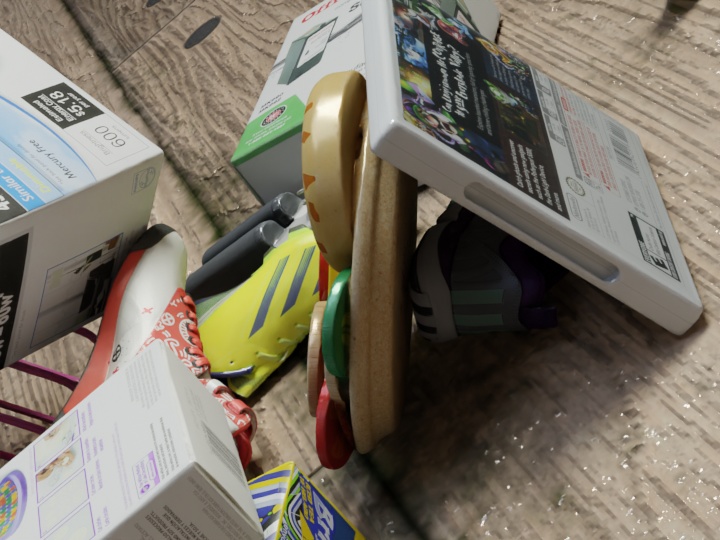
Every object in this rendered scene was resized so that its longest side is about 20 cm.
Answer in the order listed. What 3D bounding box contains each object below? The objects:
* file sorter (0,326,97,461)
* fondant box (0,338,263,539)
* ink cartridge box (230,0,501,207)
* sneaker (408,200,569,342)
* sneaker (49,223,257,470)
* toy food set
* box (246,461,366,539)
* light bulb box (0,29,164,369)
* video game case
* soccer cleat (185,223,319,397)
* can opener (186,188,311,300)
[{"bbox_3d":[-0.230,0.074,1.148,0.201,0.125,0.140,-78,8,-53],"label":"file sorter"},{"bbox_3d":[-0.150,0.141,0.879,0.200,0.058,0.144,-39,24,4],"label":"fondant box"},{"bbox_3d":[0.008,-0.129,1.234,0.145,0.084,0.201,-26,27,28],"label":"ink cartridge box"},{"bbox_3d":[0.096,-0.031,0.984,0.087,0.075,0.201,3,44,23],"label":"sneaker"},{"bbox_3d":[-0.106,0.065,1.042,0.107,0.068,0.202,12,51,9],"label":"sneaker"},{"bbox_3d":[0.000,0.000,0.921,0.048,0.200,0.200,3,2,5],"label":"toy food set"},{"bbox_3d":[-0.096,0.174,0.893,0.199,0.064,0.070,-28,27,26],"label":"box"},{"bbox_3d":[-0.261,-0.042,1.056,0.200,0.198,0.125,-30,-32,-45],"label":"light bulb box"},{"bbox_3d":[0.081,-0.065,0.901,0.023,0.181,0.200,-52,18,23],"label":"video game case"},{"bbox_3d":[-0.057,0.035,1.102,0.199,0.065,0.084,-28,56,18],"label":"soccer cleat"},{"bbox_3d":[-0.047,-0.016,1.163,0.199,0.066,0.053,-27,24,48],"label":"can opener"}]
